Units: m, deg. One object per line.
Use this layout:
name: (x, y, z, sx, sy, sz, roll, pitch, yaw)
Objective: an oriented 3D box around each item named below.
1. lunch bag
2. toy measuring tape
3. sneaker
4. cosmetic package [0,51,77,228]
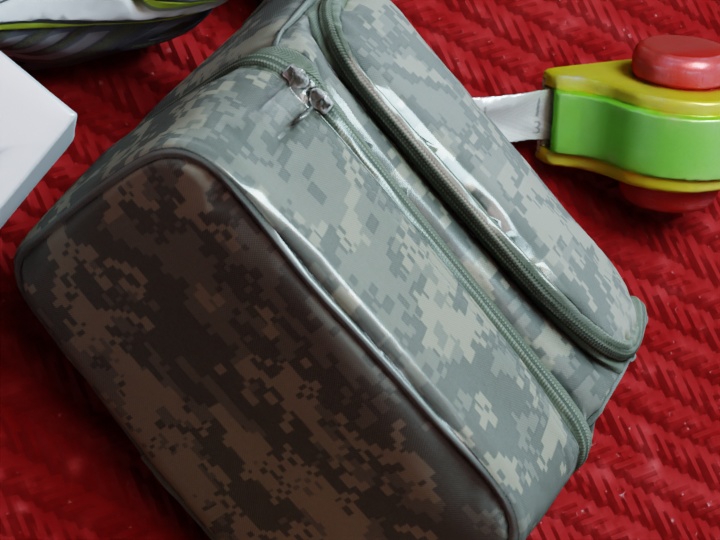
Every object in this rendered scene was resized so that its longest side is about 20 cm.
lunch bag: (0.000, 0.000, 0.879, 0.200, 0.139, 0.168, 49, 44, -7)
toy measuring tape: (0.097, -0.054, 0.988, 0.199, 0.074, 0.074, -9, 71, -30)
sneaker: (-0.136, -0.102, 0.901, 0.198, 0.081, 0.074, -1, 68, -20)
cosmetic package: (-0.212, -0.019, 0.804, 0.150, 0.052, 0.200, 38, 81, -2)
